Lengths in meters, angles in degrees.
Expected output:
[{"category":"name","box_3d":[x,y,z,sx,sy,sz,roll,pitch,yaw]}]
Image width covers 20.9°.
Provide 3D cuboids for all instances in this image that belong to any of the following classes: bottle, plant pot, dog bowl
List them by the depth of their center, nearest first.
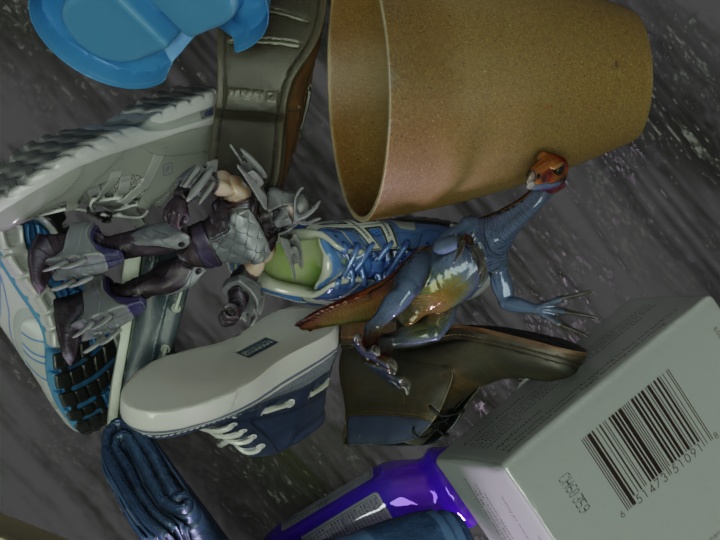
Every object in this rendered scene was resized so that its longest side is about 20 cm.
[{"category":"dog bowl","box_3d":[-0.138,-0.192,1.333,0.199,0.050,0.111,-15,132,42]},{"category":"plant pot","box_3d":[0.091,-0.130,1.340,0.199,0.186,0.188,-2,101,-14]},{"category":"bottle","box_3d":[0.025,0.185,1.445,0.199,0.065,0.084,-32,104,7]}]

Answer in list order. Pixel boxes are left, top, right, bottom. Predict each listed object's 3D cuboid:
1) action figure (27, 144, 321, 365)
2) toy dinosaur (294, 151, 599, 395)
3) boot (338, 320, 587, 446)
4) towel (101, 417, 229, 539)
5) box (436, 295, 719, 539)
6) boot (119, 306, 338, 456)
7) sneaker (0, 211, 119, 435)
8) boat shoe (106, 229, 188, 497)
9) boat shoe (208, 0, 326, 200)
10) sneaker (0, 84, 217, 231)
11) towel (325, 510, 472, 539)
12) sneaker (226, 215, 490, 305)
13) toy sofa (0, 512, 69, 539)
[{"category":"action figure","box_3d":[-0.118,-0.011,1.316,0.199,0.070,0.131,-20,121,6]},{"category":"toy dinosaur","box_3d":[0.059,-0.013,1.311,0.199,0.105,0.182,27,78,35]},{"category":"boot","box_3d":[0.069,0.086,1.384,0.199,0.075,0.098,4,88,37]},{"category":"towel","box_3d":[-0.124,0.190,1.380,0.048,0.112,0.200,-35,142,-6]},{"category":"box","box_3d":[0.198,0.153,1.370,0.199,0.131,0.200,-37,99,-16]},{"category":"boot","box_3d":[-0.088,0.099,1.371,0.073,0.199,0.091,25,122,36]},{"category":"sneaker","box_3d":[-0.236,0.028,1.429,0.086,0.075,0.201,1,118,41]},{"category":"boat shoe","box_3d":[-0.147,0.069,1.407,0.061,0.075,0.201,5,99,-4]},{"category":"boat shoe","box_3d":[-0.069,-0.134,1.386,0.072,0.068,0.201,15,80,6]},{"category":"sneaker","box_3d":[-0.173,-0.062,1.362,0.199,0.075,0.082,-25,111,-28]},{"category":"towel","box_3d":[-0.001,0.236,1.337,0.199,0.049,0.112,-14,76,-27]},{"category":"sneaker","box_3d":[0.000,0.000,1.404,0.199,0.077,0.076,0,99,0]},{"category":"toy sofa","box_3d":[-0.251,0.224,1.451,0.199,0.083,0.098,23,100,-3]}]
